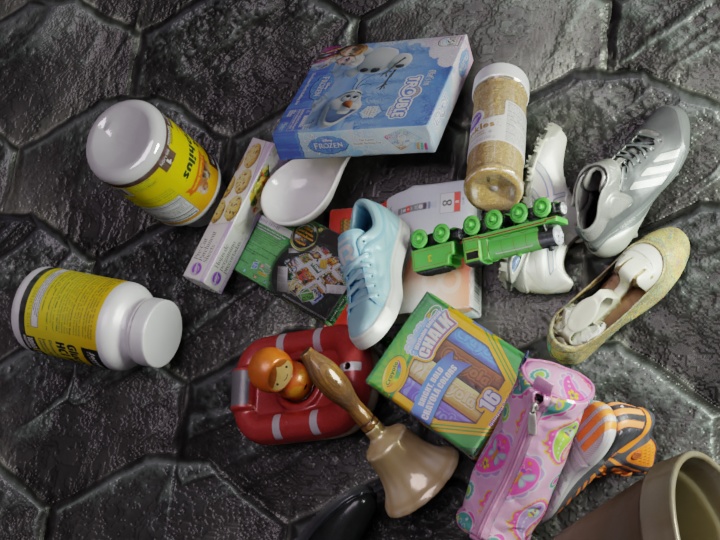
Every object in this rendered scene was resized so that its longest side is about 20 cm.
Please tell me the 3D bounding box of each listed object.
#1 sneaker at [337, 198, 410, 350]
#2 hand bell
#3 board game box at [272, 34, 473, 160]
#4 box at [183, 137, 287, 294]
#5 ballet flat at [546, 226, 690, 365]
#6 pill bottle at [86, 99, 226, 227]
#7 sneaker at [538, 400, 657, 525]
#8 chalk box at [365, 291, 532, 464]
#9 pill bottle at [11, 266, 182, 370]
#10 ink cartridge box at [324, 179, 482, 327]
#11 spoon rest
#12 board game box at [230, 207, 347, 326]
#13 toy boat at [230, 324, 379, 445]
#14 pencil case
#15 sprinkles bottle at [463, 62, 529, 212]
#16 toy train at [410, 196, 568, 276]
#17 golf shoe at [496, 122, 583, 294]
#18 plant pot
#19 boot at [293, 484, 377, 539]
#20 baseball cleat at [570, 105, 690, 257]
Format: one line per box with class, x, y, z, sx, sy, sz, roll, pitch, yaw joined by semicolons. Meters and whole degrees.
sneaker;0.000;0.000;1.502;0.074;0.082;0.201;-37;29;34
hand bell;0.006;0.160;1.443;0.104;0.104;0.200;-40;102;5
board game box;0.018;-0.211;1.616;0.198;0.044;0.200;-1;40;22
box;-0.154;-0.070;1.668;0.041;0.039;0.201;18;77;38
ballet flat;0.281;0.024;1.458;0.200;0.071;0.071;-44;61;3
pill bottle;-0.246;-0.125;1.660;0.109;0.200;0.110;-8;68;21
sneaker;0.240;0.211;1.402;0.200;0.112;0.078;-50;46;40
chalk box;0.099;0.115;1.469;0.200;0.125;0.124;35;87;28
pill bottle;-0.330;0.064;1.678;0.199;0.112;0.113;9;75;26
ink cartridge box;0.045;-0.019;1.584;0.199;0.050;0.163;-5;69;18
spoon rest;-0.035;-0.124;1.630;0.200;0.061;0.099;-32;48;-2
board game box;-0.080;-0.015;1.635;0.200;0.023;0.105;29;85;37
toy boat;-0.078;0.124;1.525;0.199;0.131;0.131;-11;67;29
pencil case;0.164;0.186;1.342;0.087;0.087;0.201;33;115;29
sprinkles bottle;0.158;-0.155;1.530;0.068;0.068;0.201;-11;41;19
toy train;0.141;-0.034;1.480;0.199;0.042;0.057;-13;75;34
golf shoe;0.222;-0.067;1.524;0.097;0.078;0.201;13;82;9
plant pot;0.279;0.297;1.302;0.173;0.200;0.201;-25;62;31
boot;0.002;0.359;1.446;0.165;0.066;0.200;-48;54;20
baseball cleat;0.300;-0.113;1.470;0.070;0.106;0.201;15;72;41
